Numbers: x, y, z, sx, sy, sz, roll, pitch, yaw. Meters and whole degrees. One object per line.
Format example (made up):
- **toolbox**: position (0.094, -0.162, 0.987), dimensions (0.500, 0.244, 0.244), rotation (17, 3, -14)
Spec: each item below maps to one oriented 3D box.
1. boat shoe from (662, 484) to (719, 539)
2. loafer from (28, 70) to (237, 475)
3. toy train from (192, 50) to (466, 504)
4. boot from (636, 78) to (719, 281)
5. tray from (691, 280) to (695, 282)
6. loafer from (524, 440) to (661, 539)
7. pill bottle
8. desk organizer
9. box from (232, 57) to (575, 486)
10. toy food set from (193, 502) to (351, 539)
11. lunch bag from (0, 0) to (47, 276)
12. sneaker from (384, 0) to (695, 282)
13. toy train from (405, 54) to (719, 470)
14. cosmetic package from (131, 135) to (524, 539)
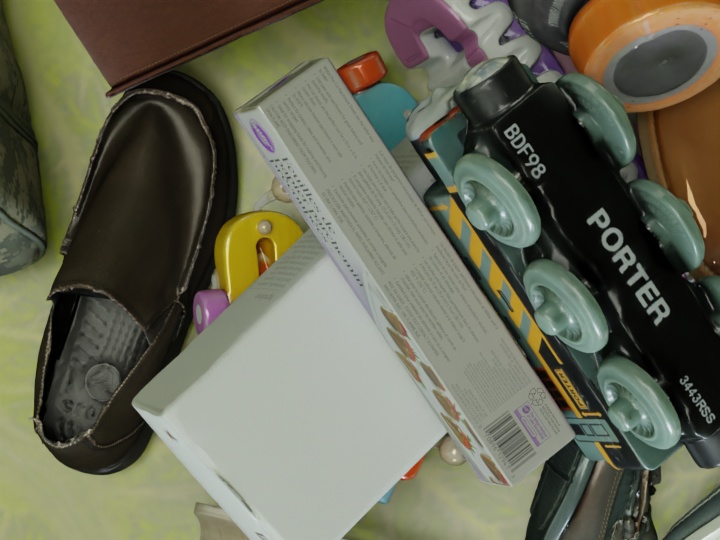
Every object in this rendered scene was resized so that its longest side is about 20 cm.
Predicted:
- **boat shoe**: position (0.218, 0.088, 1.216), dimensions (0.200, 0.073, 0.062), rotation (-34, 42, 15)
- **loafer**: position (-0.109, 0.003, 1.256), dimensions (0.073, 0.071, 0.200), rotation (12, 93, 10)
- **toy train**: position (0.000, 0.000, 1.251), dimensions (0.150, 0.056, 0.200), rotation (22, 83, -17)
- **boot**: position (0.205, -0.094, 1.155), dimensions (0.154, 0.074, 0.200), rotation (-9, 62, 27)
- **tray**: position (0.227, -0.005, 1.123), dimensions (0.200, 0.022, 0.108), rotation (-41, 44, 26)
- **loafer**: position (0.107, 0.132, 1.229), dimensions (0.063, 0.072, 0.200), rotation (18, 100, -7)
- **pill bottle**: position (0.101, -0.166, 1.147), dimensions (0.106, 0.106, 0.200), rotation (-24, 59, 9)
- **desk organizer**: position (-0.055, -0.152, 1.183), dimensions (0.200, 0.072, 0.077), rotation (-18, 110, 47)
- **box**: position (0.020, 0.002, 1.133), dimensions (0.041, 0.039, 0.200), rotation (-38, 101, -15)
- **toy food set**: position (-0.029, 0.222, 1.250), dimensions (0.143, 0.060, 0.200), rotation (12, 92, 9)
- **lunch bag**: position (-0.260, -0.080, 1.256), dimensions (0.200, 0.139, 0.168), rotation (-10, 73, 9)
- **sneaker**: position (0.105, -0.076, 1.219), dimensions (0.088, 0.080, 0.200), rotation (-43, 97, -29)
- **toy train**: position (0.092, 0.000, 1.117), dimensions (0.085, 0.114, 0.200), rotation (-40, 102, -20)
- **cosmetic package**: position (0.004, 0.029, 1.186), dimensions (0.200, 0.074, 0.102), rotation (-43, 103, -12)
